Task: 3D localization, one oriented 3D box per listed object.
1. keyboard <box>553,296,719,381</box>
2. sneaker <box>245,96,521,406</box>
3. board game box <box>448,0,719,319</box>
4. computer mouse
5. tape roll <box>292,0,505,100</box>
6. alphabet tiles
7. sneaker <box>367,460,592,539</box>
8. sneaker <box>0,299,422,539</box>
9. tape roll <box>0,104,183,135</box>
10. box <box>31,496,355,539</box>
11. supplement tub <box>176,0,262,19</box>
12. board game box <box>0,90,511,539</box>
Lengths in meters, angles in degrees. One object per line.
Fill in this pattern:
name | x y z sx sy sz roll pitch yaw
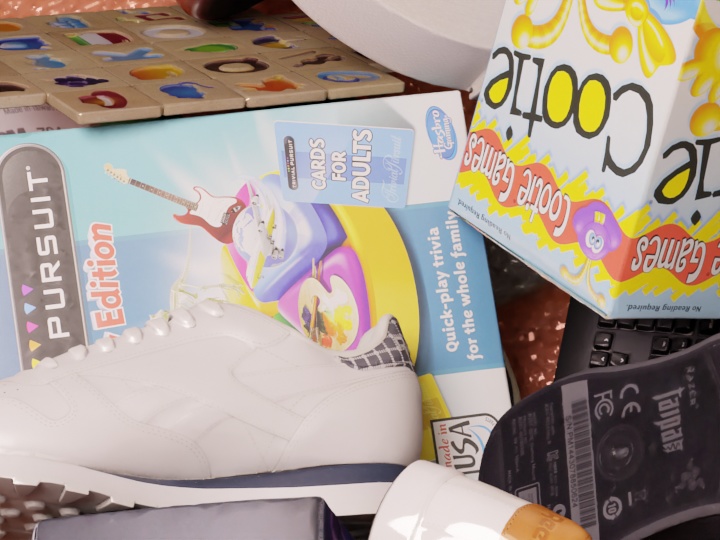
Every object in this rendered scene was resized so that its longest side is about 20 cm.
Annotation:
keyboard | 0.134 -0.010 1.032 0.103 0.040 0.201 5 69 20
sneaker | 0.000 0.000 1.042 0.075 0.085 0.201 -29 62 2
board game box | 0.123 -0.094 0.928 0.103 0.104 0.201 37 119 48
computer mouse | 0.131 0.085 0.891 0.199 0.046 0.141 -28 56 33
tape roll | 0.037 -0.166 1.028 0.202 0.037 0.204 11 62 -22
alphabet tiles | -0.077 -0.084 1.035 0.199 0.006 0.166 -7 19 -25
sneaker | 0.062 0.147 0.890 0.084 0.200 0.073 13 57 26
sneaker | -0.074 0.052 0.900 0.199 0.076 0.081 4 73 -21
tape roll | -0.166 -0.026 1.078 0.199 0.048 0.201 -15 35 11
box | -0.036 0.182 0.905 0.104 0.200 0.149 -6 65 13
supplement tub | -0.082 -0.210 1.074 0.107 0.107 0.200 -35 85 -1
board game box | -0.050 0.020 0.969 0.199 0.047 0.152 -7 80 -15
